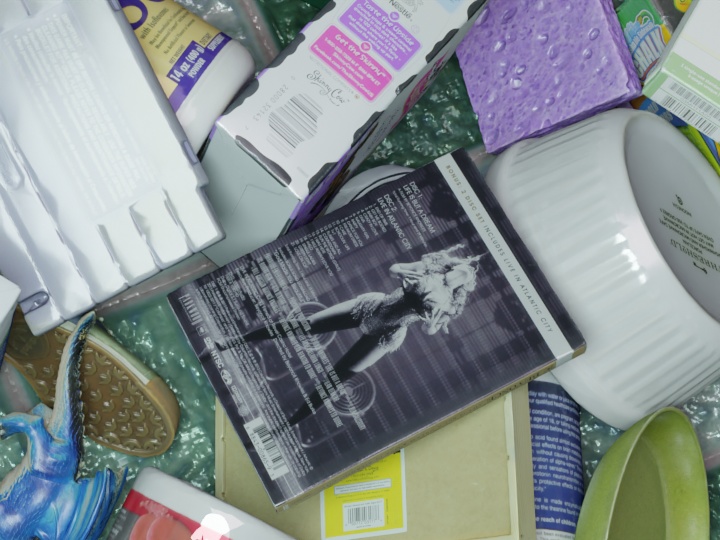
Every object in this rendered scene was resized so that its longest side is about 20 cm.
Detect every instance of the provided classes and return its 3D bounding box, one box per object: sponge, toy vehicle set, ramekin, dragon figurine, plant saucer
[{"bbox_3d":[0.109,-0.188,1.287,0.030,0.111,0.201,7,62,-59],"label":"sponge"},{"bbox_3d":[0.005,0.112,1.126,0.199,0.026,0.125,-10,69,25],"label":"toy vehicle set"},{"bbox_3d":[0.172,-0.009,1.189,0.202,0.094,0.203,37,37,-33],"label":"ramekin"},{"bbox_3d":[-0.171,0.128,1.100,0.099,0.059,0.201,31,90,7],"label":"dragon figurine"},{"bbox_3d":[0.166,0.181,1.146,0.031,0.200,0.201,3,65,27],"label":"plant saucer"}]

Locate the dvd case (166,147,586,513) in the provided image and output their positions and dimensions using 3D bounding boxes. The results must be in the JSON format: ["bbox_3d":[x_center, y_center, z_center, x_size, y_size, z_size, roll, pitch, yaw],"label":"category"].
[{"bbox_3d":[0.008,0.030,1.093,0.199,0.016,0.149,-27,64,-8],"label":"dvd case"}]

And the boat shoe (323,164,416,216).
[{"bbox_3d":[-0.001,-0.002,1.178,0.199,0.068,0.074,-38,124,-44],"label":"boat shoe"}]

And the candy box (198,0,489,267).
[{"bbox_3d":[-0.018,-0.103,1.185,0.071,0.168,0.200,40,67,2],"label":"candy box"}]

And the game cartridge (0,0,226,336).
[{"bbox_3d":[-0.172,-0.081,1.076,0.129,0.038,0.201,-27,93,-2],"label":"game cartridge"}]

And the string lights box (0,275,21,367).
[{"bbox_3d":[-0.243,0.068,1.048,0.059,0.200,0.103,31,65,-3],"label":"string lights box"}]

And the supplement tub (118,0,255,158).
[{"bbox_3d":[-0.180,-0.122,1.161,0.199,0.145,0.146,32,66,-2],"label":"supplement tub"}]

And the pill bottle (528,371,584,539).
[{"bbox_3d":[0.081,0.113,1.167,0.110,0.111,0.202,4,71,-13],"label":"pill bottle"}]

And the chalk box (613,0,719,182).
[{"bbox_3d":[0.242,-0.146,1.295,0.124,0.124,0.201,-25,78,-20],"label":"chalk box"}]

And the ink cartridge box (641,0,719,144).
[{"bbox_3d":[0.287,-0.157,1.218,0.145,0.048,0.201,32,70,0],"label":"ink cartridge box"}]

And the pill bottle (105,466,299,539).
[{"bbox_3d":[-0.117,0.222,1.067,0.110,0.111,0.201,26,82,-4],"label":"pill bottle"}]

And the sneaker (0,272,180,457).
[{"bbox_3d":[-0.184,0.023,1.151,0.200,0.067,0.090,36,36,-17],"label":"sneaker"}]

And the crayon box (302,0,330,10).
[{"bbox_3d":[0.019,-0.294,1.260,0.058,0.173,0.201,25,67,-5],"label":"crayon box"}]
